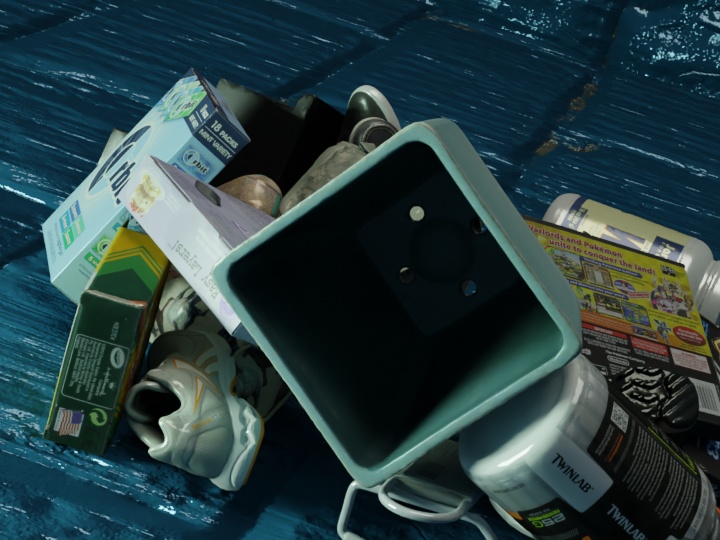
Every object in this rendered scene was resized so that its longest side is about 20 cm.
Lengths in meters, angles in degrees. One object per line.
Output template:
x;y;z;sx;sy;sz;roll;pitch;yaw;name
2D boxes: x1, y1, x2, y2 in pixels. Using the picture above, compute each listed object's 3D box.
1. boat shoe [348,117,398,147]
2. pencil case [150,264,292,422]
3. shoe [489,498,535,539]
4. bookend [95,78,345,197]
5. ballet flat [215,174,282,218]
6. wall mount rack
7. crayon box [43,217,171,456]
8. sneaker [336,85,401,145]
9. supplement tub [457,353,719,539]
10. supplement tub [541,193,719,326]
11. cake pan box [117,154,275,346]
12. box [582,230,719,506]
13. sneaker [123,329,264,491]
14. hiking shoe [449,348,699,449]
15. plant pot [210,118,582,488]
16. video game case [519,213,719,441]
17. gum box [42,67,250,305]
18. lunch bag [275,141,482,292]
0.041;-0.044;1.814;0.073;0.200;0.063;-14;3;-20;boat shoe
-0.127;0.047;1.675;0.078;0.090;0.200;-4;27;-35;pencil case
0.131;0.148;1.634;0.091;0.071;0.200;30;17;-52;shoe
-0.149;-0.097;1.884;0.200;0.199;0.092;23;-1;22;bookend
-0.163;-0.027;1.783;0.068;0.200;0.067;53;20;-34;ballet flat
0.085;0.187;1.488;0.174;0.075;0.200;18;17;15;wall mount rack
-0.191;0.046;1.558;0.051;0.127;0.200;16;18;-3;crayon box
-0.016;-0.069;1.858;0.071;0.200;0.099;22;28;37;sneaker
0.177;0.159;1.463;0.200;0.123;0.123;42;8;-23;supplement tub
0.272;0.018;2.031;0.200;0.145;0.145;21;18;14;supplement tub
-0.078;0.005;1.595;0.184;0.052;0.200;24;18;-51;cake pan box
0.249;0.088;1.753;0.198;0.050;0.200;35;39;-14;box
-0.143;0.092;1.532;0.092;0.076;0.200;18;15;-27;sneaker
0.160;0.109;1.551;0.200;0.087;0.074;16;43;14;hiking shoe
0.044;0.004;1.471;0.196;0.196;0.200;54;19;-4;plant pot
0.218;0.048;1.705;0.200;0.026;0.181;15;46;-30;video game case
-0.189;-0.073;1.720;0.045;0.200;0.170;42;5;-20;gum box
0.000;0.000;1.734;0.164;0.200;0.118;32;13;38;lunch bag
